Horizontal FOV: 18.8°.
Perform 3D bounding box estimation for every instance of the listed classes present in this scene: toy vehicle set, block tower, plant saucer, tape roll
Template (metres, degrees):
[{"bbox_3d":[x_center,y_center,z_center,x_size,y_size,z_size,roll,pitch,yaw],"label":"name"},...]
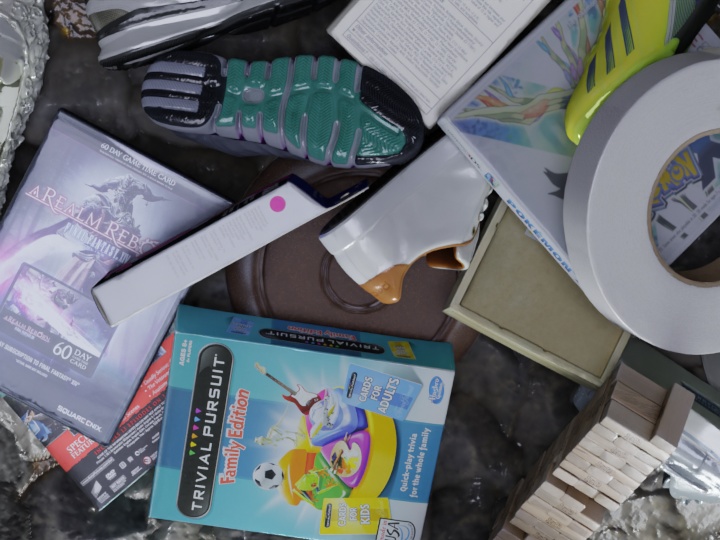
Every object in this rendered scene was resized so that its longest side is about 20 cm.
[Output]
[{"bbox_3d":[0.157,-0.032,1.522,0.124,0.027,0.201,28,81,-3],"label":"toy vehicle set"},{"bbox_3d":[0.158,0.142,1.521,0.058,0.054,0.200,31,137,-5],"label":"block tower"},{"bbox_3d":[0.000,0.000,1.562,0.198,0.032,0.202,0,101,2],"label":"plant saucer"},{"bbox_3d":[0.229,-0.046,1.447,0.201,0.037,0.205,-6,105,-22],"label":"tape roll"}]

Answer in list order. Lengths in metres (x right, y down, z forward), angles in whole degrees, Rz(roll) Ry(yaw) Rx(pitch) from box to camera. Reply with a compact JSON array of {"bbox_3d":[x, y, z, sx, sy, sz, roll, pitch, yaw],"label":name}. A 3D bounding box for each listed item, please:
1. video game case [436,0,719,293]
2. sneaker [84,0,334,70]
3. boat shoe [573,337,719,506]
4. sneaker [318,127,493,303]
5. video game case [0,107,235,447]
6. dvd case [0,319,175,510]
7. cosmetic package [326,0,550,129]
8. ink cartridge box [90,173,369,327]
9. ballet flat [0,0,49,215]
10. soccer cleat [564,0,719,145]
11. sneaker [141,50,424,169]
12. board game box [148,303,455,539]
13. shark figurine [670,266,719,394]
[{"bbox_3d":[0.180,-0.099,1.496,0.200,0.022,0.183,-43,93,-18],"label":"video game case"},{"bbox_3d":[-0.100,-0.221,1.502,0.199,0.076,0.116,-17,88,-7],"label":"sneaker"},{"bbox_3d":[0.241,0.129,1.567,0.200,0.070,0.072,36,119,-7],"label":"boat shoe"},{"bbox_3d":[0.065,-0.052,1.507,0.200,0.073,0.085,-41,98,-19],"label":"sneaker"},{"bbox_3d":[-0.197,0.006,1.551,0.142,0.019,0.201,28,97,-4],"label":"video game case"},{"bbox_3d":[-0.200,0.054,1.580,0.146,0.022,0.200,-40,98,7],"label":"dvd case"},{"bbox_3d":[0.079,-0.207,1.501,0.103,0.073,0.200,43,98,-6],"label":"cosmetic package"},{"bbox_3d":[-0.088,-0.025,1.491,0.199,0.095,0.037,-26,95,2],"label":"ink cartridge box"},{"bbox_3d":[-0.263,-0.116,1.529,0.071,0.072,0.202,11,99,-1],"label":"ballet flat"},{"bbox_3d":[0.191,-0.168,1.480,0.083,0.065,0.201,32,75,23],"label":"soccer cleat"},{"bbox_3d":[-0.049,-0.108,1.508,0.198,0.088,0.075,13,78,9],"label":"sneaker"},{"bbox_3d":[-0.043,0.115,1.550,0.198,0.047,0.152,8,114,-5],"label":"board game box"},{"bbox_3d":[0.306,0.028,1.532,0.213,0.090,0.129,-16,101,6],"label":"shark figurine"}]
